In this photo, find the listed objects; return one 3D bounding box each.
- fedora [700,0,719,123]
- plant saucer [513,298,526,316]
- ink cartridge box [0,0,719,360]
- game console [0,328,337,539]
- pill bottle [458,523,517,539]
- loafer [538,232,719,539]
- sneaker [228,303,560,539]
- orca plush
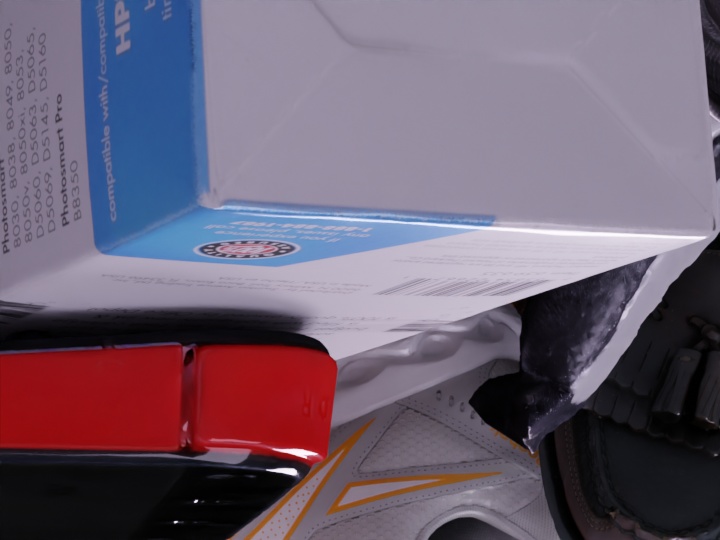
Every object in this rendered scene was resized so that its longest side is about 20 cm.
[{"bbox_3d":[0.159,-0.087,0.646,0.177,0.090,0.200,3,130,-52],"label":"fedora"},{"bbox_3d":[0.000,0.000,0.845,0.200,0.035,0.200,-27,160,-11],"label":"plant saucer"},{"bbox_3d":[-0.034,-0.020,0.615,0.116,0.067,0.200,2,168,-33],"label":"ink cartridge box"},{"bbox_3d":[-0.102,0.039,0.663,0.177,0.031,0.200,2,169,-8],"label":"game console"},{"bbox_3d":[0.078,0.073,0.914,0.200,0.113,0.113,-59,168,-19],"label":"pill bottle"},{"bbox_3d":[0.098,0.001,0.831,0.063,0.072,0.200,107,3,-46],"label":"loafer"},{"bbox_3d":[-0.027,0.086,0.829,0.200,0.092,0.076,-29,159,-2],"label":"sneaker"},{"bbox_3d":[0.080,-0.049,0.779,0.200,0.071,0.105,-57,159,8],"label":"orca plush"}]
